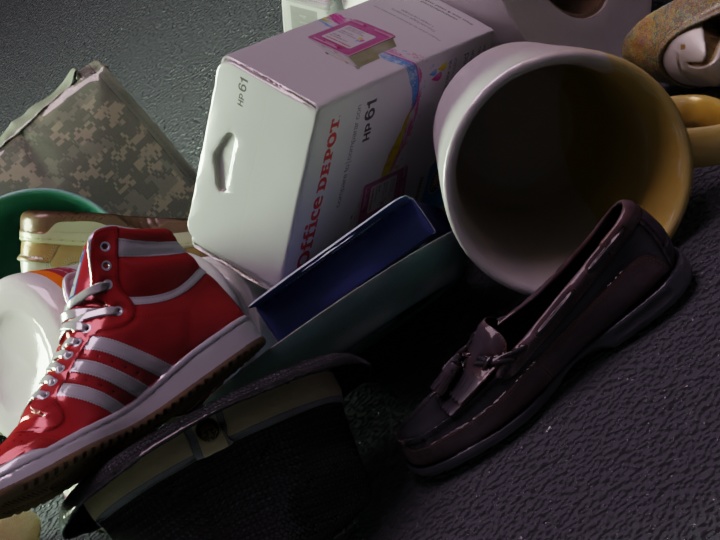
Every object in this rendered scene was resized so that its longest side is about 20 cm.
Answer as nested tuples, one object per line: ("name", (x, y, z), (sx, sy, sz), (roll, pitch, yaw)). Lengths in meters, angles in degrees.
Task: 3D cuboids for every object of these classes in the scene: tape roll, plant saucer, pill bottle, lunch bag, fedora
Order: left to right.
("lunch bag", (-0.217, -0.052, 1.523), (0.164, 0.200, 0.118), (-41, 23, -7))
("pill bottle", (-0.145, 0.045, 1.213), (0.109, 0.110, 0.200), (-17, -5, 40))
("fedora", (-0.067, 0.129, 1.063), (0.200, 0.092, 0.201), (-27, -11, -6))
("plant saucer", (-0.009, 0.039, 1.176), (0.200, 0.027, 0.200), (-35, -4, -3))
("tape roll", (0.099, -0.219, 1.370), (0.139, 0.203, 0.203), (-14, 32, 43))

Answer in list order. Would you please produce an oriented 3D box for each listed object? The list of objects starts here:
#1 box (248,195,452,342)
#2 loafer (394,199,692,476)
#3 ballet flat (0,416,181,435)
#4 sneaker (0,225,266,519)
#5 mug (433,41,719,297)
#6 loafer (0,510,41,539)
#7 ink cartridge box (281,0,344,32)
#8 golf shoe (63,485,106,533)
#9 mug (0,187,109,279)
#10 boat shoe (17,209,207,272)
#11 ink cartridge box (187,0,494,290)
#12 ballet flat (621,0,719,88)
("box", (0.000, 0.000, 1.209), (0.121, 0.032, 0.200), (-35, -6, 7))
("loafer", (0.094, 0.035, 1.070), (0.200, 0.063, 0.072), (-37, 22, 1))
("ballet flat", (-0.174, 0.084, 1.301), (0.199, 0.070, 0.069), (-2, 3, -32))
("sneaker", (-0.159, 0.049, 1.049), (0.200, 0.113, 0.071), (-34, -6, -35))
("mug", (0.127, -0.068, 1.161), (0.150, 0.186, 0.153), (-64, 15, 11))
("loafer", (-0.292, 0.201, 1.324), (0.200, 0.076, 0.067), (-2, 39, 39))
("ink cartridge box", (0.000, -0.180, 1.467), (0.045, 0.200, 0.176), (17, 48, 19))
("golf shoe", (-0.162, 0.131, 1.234), (0.073, 0.092, 0.200), (-47, 21, -14))
("mug", (-0.232, 0.041, 1.400), (0.151, 0.186, 0.114), (3, -12, 2))
("boat shoe", (-0.146, 0.000, 1.326), (0.199, 0.076, 0.072), (3, 1, -23))
("ink cartridge box", (-0.012, -0.090, 1.246), (0.085, 0.145, 0.200), (31, 37, 26))
("ballet flat", (0.251, -0.154, 1.208), (0.200, 0.071, 0.071), (-20, 28, 37))
